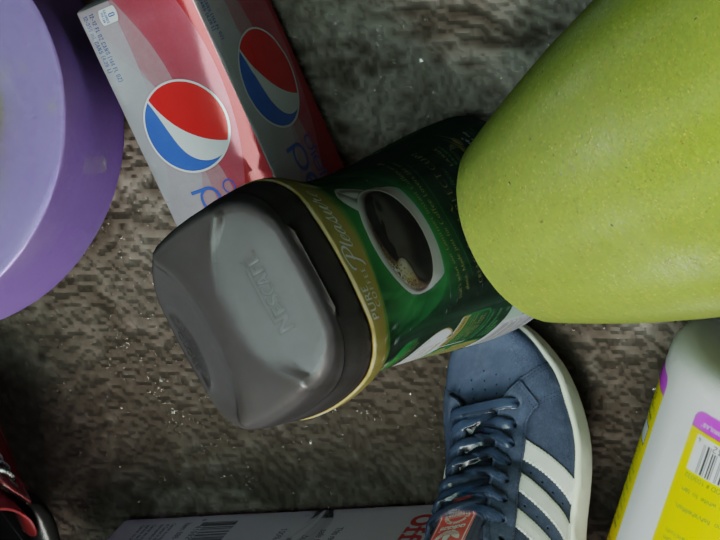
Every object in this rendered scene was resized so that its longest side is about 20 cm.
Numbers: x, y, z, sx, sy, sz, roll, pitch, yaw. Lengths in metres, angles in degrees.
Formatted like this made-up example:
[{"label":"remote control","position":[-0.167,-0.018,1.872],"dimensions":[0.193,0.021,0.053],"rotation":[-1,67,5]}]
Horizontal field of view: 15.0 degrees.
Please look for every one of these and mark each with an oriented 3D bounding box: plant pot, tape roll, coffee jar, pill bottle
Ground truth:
[{"label":"plant pot","position":[0.144,-0.054,1.173],"dimensions":[0.200,0.187,0.187],"rotation":[-26,99,40]},{"label":"tape roll","position":[-0.220,-0.069,1.305],"dimensions":[0.199,0.085,0.201],"rotation":[0,89,14]},{"label":"coffee jar","position":[0.000,0.000,1.212],"dimensions":[0.085,0.200,0.104],"rotation":[-34,81,38]},{"label":"pill bottle","position":[0.167,0.127,1.261],"dimensions":[0.104,0.104,0.200],"rotation":[21,117,12]}]

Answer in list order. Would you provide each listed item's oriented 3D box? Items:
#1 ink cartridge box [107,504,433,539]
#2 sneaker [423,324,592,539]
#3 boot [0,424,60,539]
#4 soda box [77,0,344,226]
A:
[{"label":"ink cartridge box","position":[-0.047,0.184,1.342],"dimensions":[0.199,0.144,0.084],"rotation":[-6,110,23]},{"label":"sneaker","position":[0.058,0.114,1.265],"dimensions":[0.075,0.084,0.201],"rotation":[-20,68,36]},{"label":"boot","position":[-0.203,0.078,1.350],"dimensions":[0.072,0.144,0.200],"rotation":[-25,92,-14]},{"label":"soda box","position":[-0.054,-0.051,1.293],"dimensions":[0.063,0.070,0.200],"rotation":[-19,102,29]}]
